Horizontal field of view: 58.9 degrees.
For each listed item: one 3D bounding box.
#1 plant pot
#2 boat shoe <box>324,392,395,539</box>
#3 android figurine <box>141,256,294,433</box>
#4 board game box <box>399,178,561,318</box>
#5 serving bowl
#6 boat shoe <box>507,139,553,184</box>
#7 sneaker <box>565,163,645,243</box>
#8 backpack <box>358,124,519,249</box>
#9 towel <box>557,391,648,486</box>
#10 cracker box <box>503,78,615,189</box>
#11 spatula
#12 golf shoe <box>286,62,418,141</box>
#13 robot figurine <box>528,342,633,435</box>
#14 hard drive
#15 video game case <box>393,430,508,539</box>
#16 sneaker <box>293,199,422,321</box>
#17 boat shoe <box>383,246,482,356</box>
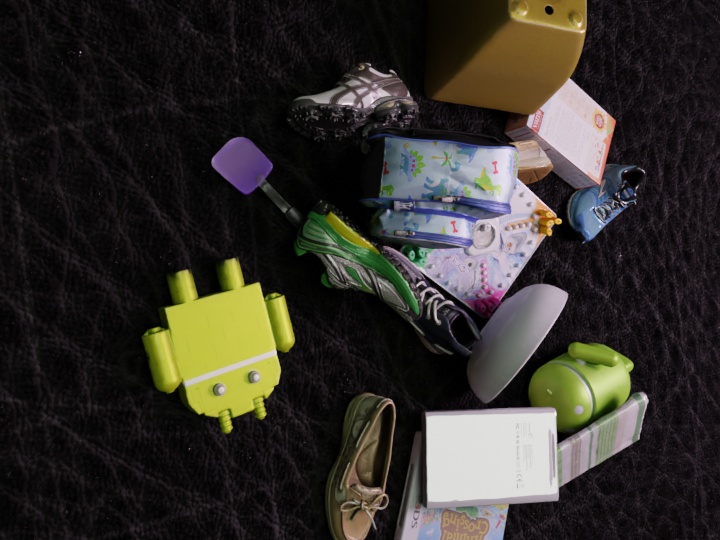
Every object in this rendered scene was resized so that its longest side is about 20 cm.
[{"bbox_3d":[0.218,-0.360,0.914,0.193,0.200,0.197,4,85,-15],"label":"plant pot"},{"bbox_3d":[0.003,0.265,0.843,0.073,0.063,0.202,12,81,-32],"label":"boat shoe"},{"bbox_3d":[-0.164,0.090,0.762,0.181,0.041,0.202,-14,93,-33],"label":"android figurine"},{"bbox_3d":[0.187,-0.052,0.962,0.199,0.026,0.201,35,91,-26],"label":"board game box"},{"bbox_3d":[0.215,0.095,0.934,0.066,0.200,0.200,36,65,9],"label":"serving bowl"},{"bbox_3d":[0.207,-0.171,1.005,0.198,0.074,0.070,-7,67,-25],"label":"boat shoe"},{"bbox_3d":[0.439,-0.129,1.133,0.079,0.090,0.200,50,64,-19],"label":"sneaker"},{"bbox_3d":[0.096,-0.103,0.825,0.198,0.183,0.148,2,95,0],"label":"backpack"},{"bbox_3d":[0.362,0.276,1.016,0.199,0.031,0.150,-27,138,-7],"label":"towel"},{"bbox_3d":[0.347,-0.249,1.102,0.199,0.058,0.135,29,72,-28],"label":"cracker box"},{"bbox_3d":[-0.102,-0.088,0.822,0.057,0.021,0.200,-47,116,-4],"label":"spatula"},{"bbox_3d":[-0.018,-0.233,0.868,0.199,0.078,0.095,-10,75,-34],"label":"golf shoe"},{"bbox_3d":[0.357,0.191,1.044,0.199,0.116,0.177,-17,127,-33],"label":"robot figurine"},{"bbox_3d":[0.186,0.267,0.917,0.198,0.027,0.133,1,85,-11],"label":"hard drive"},{"bbox_3d":[0.145,0.349,0.953,0.199,0.022,0.184,21,76,-30],"label":"video game case"},{"bbox_3d":[0.000,0.000,0.831,0.200,0.078,0.085,40,99,-5],"label":"sneaker"},{"bbox_3d":[0.092,0.042,0.895,0.200,0.093,0.075,47,69,-21],"label":"boat shoe"}]
